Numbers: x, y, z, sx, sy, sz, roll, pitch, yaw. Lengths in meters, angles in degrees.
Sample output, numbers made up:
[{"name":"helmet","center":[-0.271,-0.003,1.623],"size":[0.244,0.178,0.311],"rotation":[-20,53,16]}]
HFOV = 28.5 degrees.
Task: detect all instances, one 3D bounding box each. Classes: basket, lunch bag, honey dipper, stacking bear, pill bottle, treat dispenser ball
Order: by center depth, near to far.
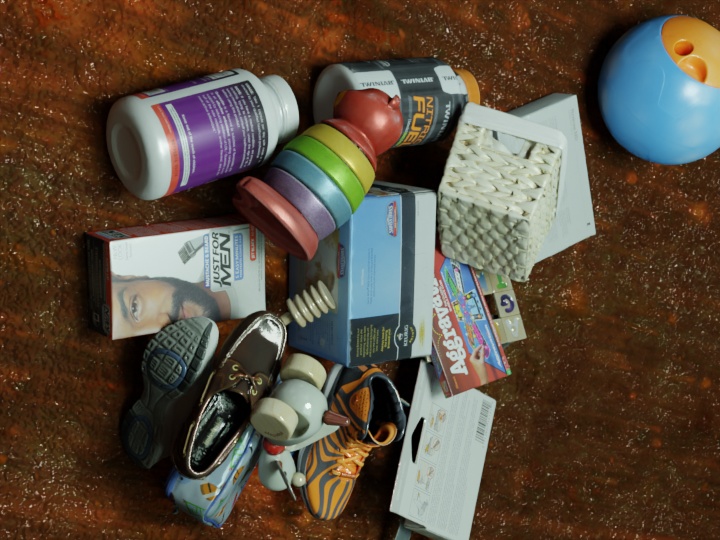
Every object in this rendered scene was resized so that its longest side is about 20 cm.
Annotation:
[{"name":"pill bottle","center":[-0.169,-0.154,1.547],"size":[0.199,0.112,0.114],"rotation":[-20,111,-33]},{"name":"stacking bear","center":[-0.033,-0.120,1.561],"size":[0.114,0.121,0.200],"rotation":[41,77,0]},{"name":"lunch bag","center":[-0.150,0.199,1.623],"size":[0.201,0.075,0.160],"rotation":[-59,171,-11]},{"name":"honey dipper","center":[-0.122,0.076,1.628],"size":[0.199,0.038,0.038],"rotation":[-30,121,7]},{"name":"pill bottle","center":[0.049,-0.202,1.710],"size":[0.199,0.106,0.107],"rotation":[-10,105,-36]},{"name":"basket","center":[0.168,-0.089,1.733],"size":[0.200,0.134,0.124],"rotation":[80,31,-65]},{"name":"treat dispenser ball","center":[0.423,-0.245,1.929],"size":[0.200,0.200,0.203],"rotation":[-9,104,-36]}]

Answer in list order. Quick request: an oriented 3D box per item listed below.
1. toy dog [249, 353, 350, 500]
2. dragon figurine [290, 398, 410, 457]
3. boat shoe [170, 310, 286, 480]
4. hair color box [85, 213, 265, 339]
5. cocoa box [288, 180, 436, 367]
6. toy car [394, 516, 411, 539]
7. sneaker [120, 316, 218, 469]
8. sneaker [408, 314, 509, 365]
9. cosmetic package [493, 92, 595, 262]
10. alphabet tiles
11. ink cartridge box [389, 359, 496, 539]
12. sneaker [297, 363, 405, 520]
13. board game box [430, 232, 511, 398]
[{"name":"toy dog","center":[-0.060,0.179,1.539],"size":[0.133,0.096,0.200],"rotation":[-63,168,-17]},{"name":"dragon figurine","center":[-0.038,0.197,1.751],"size":[0.199,0.059,0.100],"rotation":[0,101,-33]},{"name":"boat shoe","center":[-0.134,0.133,1.516],"size":[0.070,0.070,0.201],"rotation":[29,78,-11]},{"name":"hair color box","center":[-0.203,0.005,1.584],"size":[0.199,0.064,0.112],"rotation":[-9,106,-35]},{"name":"cocoa box","center":[0.000,0.000,1.694],"size":[0.130,0.133,0.202],"rotation":[-7,103,-36]},{"name":"toy car","center":[0.058,0.422,1.827],"size":[0.164,0.157,0.201],"rotation":[44,61,-34]},{"name":"sneaker","center":[-0.202,0.129,1.587],"size":[0.087,0.074,0.201],"rotation":[-13,139,-50]},{"name":"sneaker","center":[0.120,0.080,1.855],"size":[0.199,0.060,0.105],"rotation":[23,76,-35]},{"name":"cosmetic package","center":[0.237,-0.120,1.906],"size":[0.150,0.052,0.202],"rotation":[-23,112,-30]},{"name":"alphabet tiles","center":[0.115,0.025,1.825],"size":[0.199,0.008,0.169],"rotation":[-11,81,-34]},{"name":"ink cartridge box","center":[0.095,0.236,1.834],"size":[0.176,0.044,0.202],"rotation":[32,65,-43]},{"name":"sneaker","center":[-0.010,0.208,1.668],"size":[0.077,0.112,0.202],"rotation":[7,97,-32]},{"name":"board game box","center":[0.117,0.052,1.802],"size":[0.102,0.019,0.202],"rotation":[-17,84,-33]}]
